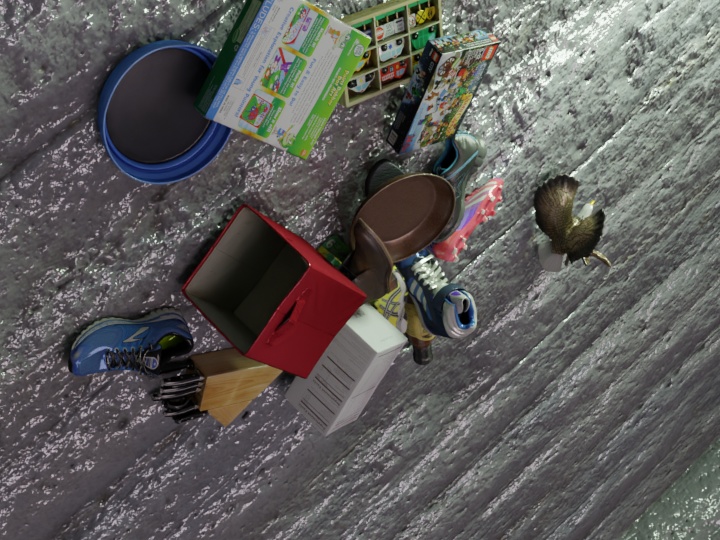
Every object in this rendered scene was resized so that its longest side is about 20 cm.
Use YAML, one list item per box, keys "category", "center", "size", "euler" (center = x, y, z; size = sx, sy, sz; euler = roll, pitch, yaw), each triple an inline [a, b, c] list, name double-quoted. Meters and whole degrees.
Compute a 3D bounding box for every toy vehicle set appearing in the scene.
- category: "toy vehicle set"
  center: [0.043, -0.341, 1.504]
  size: [0.198, 0.026, 0.126]
  euler: [-27, 127, -28]

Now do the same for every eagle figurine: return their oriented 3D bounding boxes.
- category: "eagle figurine"
  center: [0.422, -0.087, 1.973]
  size: [0.200, 0.149, 0.153]
  euler: [41, 53, -65]

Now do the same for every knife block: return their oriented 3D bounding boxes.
- category: "knife block"
  center: [-0.243, 0.171, 1.631]
  size: [0.200, 0.064, 0.176]
  euler: [-43, 140, -7]

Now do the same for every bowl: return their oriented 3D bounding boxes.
- category: "bowl"
  center: [-0.262, -0.215, 1.339]
  size: [0.199, 0.039, 0.203]
  euler: [-24, 133, -27]

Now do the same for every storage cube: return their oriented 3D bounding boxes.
- category: "storage cube"
  center: [-0.131, 0.034, 1.532]
  size: [0.172, 0.200, 0.179]
  euler: [-53, 146, 5]

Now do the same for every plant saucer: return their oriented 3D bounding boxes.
- category: "plant saucer"
  center: [0.065, -0.094, 1.666]
  size: [0.198, 0.037, 0.202]
  euler: [-20, 143, -16]

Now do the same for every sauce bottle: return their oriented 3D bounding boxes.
- category: "sauce bottle"
  center: [0.114, 0.099, 1.896]
  size: [0.064, 0.065, 0.202]
  euler: [-30, 137, -20]

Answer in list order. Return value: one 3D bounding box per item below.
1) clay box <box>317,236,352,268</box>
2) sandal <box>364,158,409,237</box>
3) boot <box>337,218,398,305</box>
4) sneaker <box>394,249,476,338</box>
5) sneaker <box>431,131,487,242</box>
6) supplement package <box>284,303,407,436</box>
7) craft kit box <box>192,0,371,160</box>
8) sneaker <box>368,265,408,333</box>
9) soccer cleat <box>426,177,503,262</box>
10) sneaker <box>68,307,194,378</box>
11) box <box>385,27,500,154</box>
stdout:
- category: "clay box"
  center: [-0.073, 0.047, 1.701]
  size: [0.200, 0.048, 0.115]
  euler: [-49, 140, 1]
- category: "sandal"
  center: [0.053, -0.121, 1.696]
  size: [0.076, 0.043, 0.201]
  euler: [-35, 143, -2]
- category: "boot"
  center: [0.000, 0.000, 1.630]
  size: [0.096, 0.075, 0.201]
  euler: [-36, 146, -9]
- category: "sneaker"
  center: [0.141, 0.025, 1.741]
  size: [0.080, 0.146, 0.202]
  euler: [-27, 99, -27]
- category: "sneaker"
  center: [0.149, -0.149, 1.739]
  size: [0.081, 0.073, 0.203]
  euler: [9, 103, -41]
- category: "supplement package"
  center: [-0.027, 0.172, 1.748]
  size: [0.113, 0.109, 0.201]
  euler: [-15, 141, -58]
- category: "craft kit box"
  center: [-0.105, -0.275, 1.369]
  size: [0.196, 0.048, 0.202]
  euler: [20, 106, -44]
- category: "sneaker"
  center: [0.039, 0.057, 1.789]
  size: [0.076, 0.075, 0.202]
  euler: [-29, 134, -22]
- category: "soccer cleat"
  center: [0.191, -0.103, 1.816]
  size: [0.201, 0.076, 0.067]
  euler: [-53, 157, -19]
- category: "sneaker"
  center: [-0.340, 0.116, 1.485]
  size: [0.198, 0.089, 0.079]
  euler: [-17, 130, -32]
- category: "box"
  center: [0.130, -0.285, 1.583]
  size: [0.135, 0.038, 0.201]
  euler: [-21, 149, -37]
